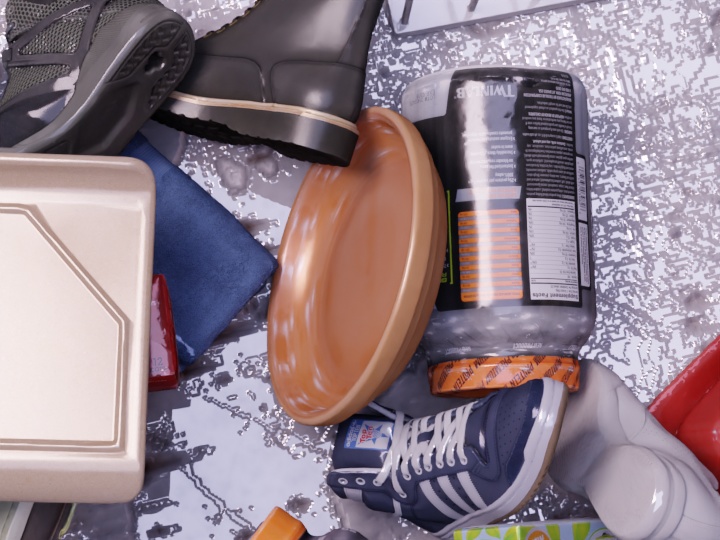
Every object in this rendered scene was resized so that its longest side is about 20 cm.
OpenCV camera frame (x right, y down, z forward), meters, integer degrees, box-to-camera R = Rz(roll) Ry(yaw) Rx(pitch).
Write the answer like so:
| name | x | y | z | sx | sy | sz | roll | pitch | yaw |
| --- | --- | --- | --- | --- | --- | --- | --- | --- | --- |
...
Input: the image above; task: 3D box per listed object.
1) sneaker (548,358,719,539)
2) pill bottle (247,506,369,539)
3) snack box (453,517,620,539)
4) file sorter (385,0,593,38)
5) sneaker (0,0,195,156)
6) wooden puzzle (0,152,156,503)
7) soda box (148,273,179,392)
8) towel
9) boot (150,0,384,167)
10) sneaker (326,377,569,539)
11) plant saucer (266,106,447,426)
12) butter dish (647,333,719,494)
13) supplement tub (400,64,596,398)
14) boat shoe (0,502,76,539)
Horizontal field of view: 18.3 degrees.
| name | x | y | z | sx | sy | sz | roll | pitch | yaw |
| --- | --- | --- | --- | --- | --- | --- | --- | --- | --- |
| sneaker | 0.177 | 0.124 | 1.387 | 0.088 | 0.200 | 0.076 | 20 | 107 | -20 |
| pill bottle | 0.005 | 0.233 | 1.394 | 0.199 | 0.106 | 0.107 | 36 | 83 | 3 |
| snack box | 0.134 | 0.223 | 1.361 | 0.053 | 0.199 | 0.144 | -10 | 81 | 34 |
| file sorter | 0.108 | -0.249 | 1.450 | 0.198 | 0.125 | 0.140 | -11 | 84 | -4 |
| sneaker | -0.201 | -0.101 | 1.395 | 0.200 | 0.076 | 0.114 | -51 | 48 | -2 |
| wooden puzzle | -0.214 | 0.033 | 1.305 | 0.183 | 0.037 | 0.202 | 2 | 82 | -2 |
| soda box | -0.211 | 0.049 | 1.352 | 0.198 | 0.070 | 0.064 | -8 | 80 | -4 |
| towel | -0.155 | -0.031 | 1.442 | 0.200 | 0.049 | 0.112 | 42 | 64 | 4 |
| boot | -0.072 | -0.153 | 1.430 | 0.199 | 0.077 | 0.140 | 15 | 85 | 25 |
| sneaker | 0.047 | 0.105 | 1.361 | 0.108 | 0.200 | 0.071 | 23 | 60 | -8 |
| plant saucer | 0.000 | 0.000 | 1.386 | 0.037 | 0.200 | 0.202 | 15 | 82 | -24 |
| butter dish | 0.303 | 0.108 | 1.401 | 0.199 | 0.148 | 0.200 | -43 | 86 | -7 |
| supplement tub | 0.088 | -0.022 | 1.421 | 0.121 | 0.123 | 0.202 | -1 | 83 | -3 |
| boat shoe | -0.229 | 0.192 | 1.374 | 0.072 | 0.060 | 0.202 | 37 | 106 | 36 |
